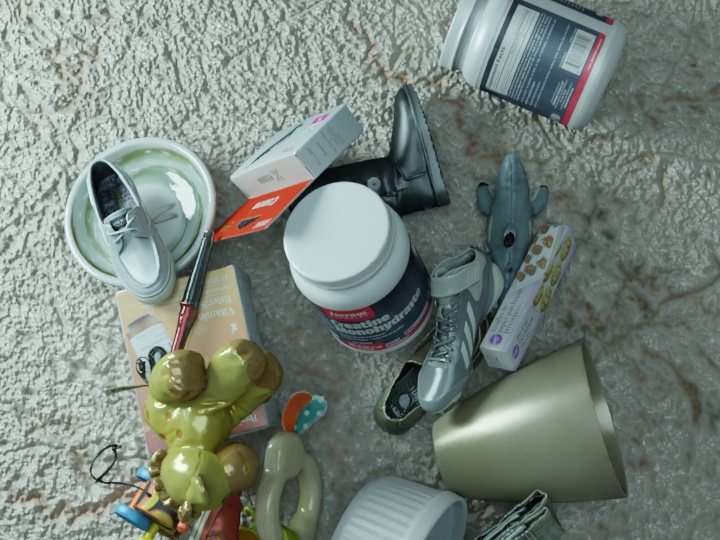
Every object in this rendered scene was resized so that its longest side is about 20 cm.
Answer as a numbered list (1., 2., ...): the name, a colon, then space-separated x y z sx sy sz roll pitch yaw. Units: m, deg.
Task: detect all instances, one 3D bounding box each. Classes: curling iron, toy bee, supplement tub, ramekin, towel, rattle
1. curling iron: -0.213 0.046 1.391 0.049 0.026 0.201 21 84 3
2. toy bee: -0.236 0.284 1.378 0.108 0.200 0.132 24 89 21
3. supplement tub: 0.212 -0.271 1.450 0.199 0.140 0.141 24 86 6
4. ramekin: 0.036 0.336 1.370 0.105 0.200 0.201 21 85 23
5. towel: 0.154 0.339 1.361 0.192 0.200 0.035 -37 62 -1
6. supplement tub: 0.000 0.000 1.382 0.139 0.200 0.141 -7 62 14
7. rattle: -0.118 0.240 1.439 0.142 0.130 0.201 4 101 45

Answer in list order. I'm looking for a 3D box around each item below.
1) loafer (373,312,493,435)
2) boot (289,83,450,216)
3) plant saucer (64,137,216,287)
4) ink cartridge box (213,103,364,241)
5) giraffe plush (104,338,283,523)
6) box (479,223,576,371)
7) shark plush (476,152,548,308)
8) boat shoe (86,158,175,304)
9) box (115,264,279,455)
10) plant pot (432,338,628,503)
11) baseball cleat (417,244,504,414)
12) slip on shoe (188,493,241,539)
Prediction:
1. loafer: 0.093 0.121 1.450 0.075 0.070 0.200 38 87 6
2. boot: -0.003 -0.132 1.491 0.199 0.066 0.166 -17 81 6
3. plant saucer: -0.272 -0.068 1.489 0.199 0.050 0.201 -3 71 9
4. ink cartridge box: -0.105 -0.112 1.401 0.174 0.200 0.044 -46 107 -23
5. giraffe plush: -0.172 0.185 1.290 0.199 0.173 0.163 -17 70 8
6. box: 0.204 0.029 1.424 0.039 0.042 0.201 8 52 35
7. shark plush: 0.174 -0.040 1.456 0.090 0.083 0.201 15 85 5
8. boat shoe: -0.283 -0.050 1.412 0.070 0.072 0.201 -29 61 1
9. box: -0.198 0.111 1.450 0.151 0.106 0.201 -14 83 1
10. plant pot: 0.193 0.198 1.397 0.199 0.187 0.189 -17 83 15
11. baseball cleat: 0.100 0.063 1.383 0.069 0.106 0.201 1 57 42
12. slip on shoe: -0.163 0.311 1.363 0.061 0.074 0.201 22 86 11
